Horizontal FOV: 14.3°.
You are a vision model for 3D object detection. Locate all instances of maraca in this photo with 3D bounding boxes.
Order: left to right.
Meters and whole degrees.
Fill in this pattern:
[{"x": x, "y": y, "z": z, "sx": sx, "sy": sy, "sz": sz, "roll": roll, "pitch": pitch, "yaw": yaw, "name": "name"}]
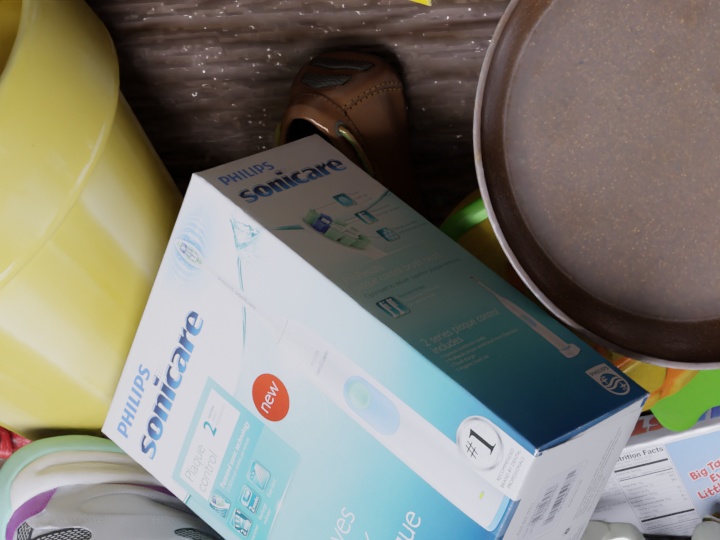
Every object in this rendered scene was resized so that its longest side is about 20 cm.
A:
[{"x": 0.115, "y": 0.016, "z": 1.298, "sx": 0.200, "sy": 0.107, "sz": 0.137, "roll": 17, "pitch": 130, "yaw": -26, "name": "maraca"}]

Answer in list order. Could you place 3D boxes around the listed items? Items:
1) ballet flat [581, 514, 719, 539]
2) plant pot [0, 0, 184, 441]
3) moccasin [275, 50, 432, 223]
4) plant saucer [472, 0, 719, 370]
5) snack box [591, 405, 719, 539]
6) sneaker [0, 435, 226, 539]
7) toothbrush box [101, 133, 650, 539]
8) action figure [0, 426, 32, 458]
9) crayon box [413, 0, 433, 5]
[{"x": 0.146, "y": 0.151, "z": 1.379, "sx": 0.200, "sy": 0.073, "sz": 0.073, "roll": 2, "pitch": 126, "yaw": 14, "name": "ballet flat"}, {"x": -0.167, "y": -0.024, "z": 1.295, "sx": 0.201, "sy": 0.201, "sz": 0.189, "roll": -22, "pitch": 133, "yaw": 27, "name": "plant pot"}, {"x": 0.002, "y": 0.000, "z": 1.322, "sx": 0.074, "sy": 0.078, "sz": 0.202, "roll": 12, "pitch": 129, "yaw": 24, "name": "moccasin"}, {"x": 0.141, "y": -0.059, "z": 1.219, "sx": 0.200, "sy": 0.034, "sz": 0.201, "roll": -1, "pitch": 94, "yaw": -12, "name": "plant saucer"}, {"x": 0.190, "y": 0.092, "z": 1.380, "sx": 0.200, "sy": 0.024, "sz": 0.072, "roll": -16, "pitch": 121, "yaw": 24, "name": "snack box"}, {"x": -0.056, "y": 0.134, "z": 1.286, "sx": 0.200, "sy": 0.140, "sz": 0.078, "roll": -6, "pitch": 124, "yaw": -23, "name": "sneaker"}, {"x": 0.002, "y": 0.060, "z": 1.223, "sx": 0.200, "sy": 0.085, "sz": 0.147, "roll": 40, "pitch": 126, "yaw": 25, "name": "toothbrush box"}, {"x": -0.113, "y": 0.129, "z": 1.445, "sx": 0.200, "sy": 0.099, "sz": 0.065, "roll": 23, "pitch": 127, "yaw": 1, "name": "action figure"}, {"x": -0.023, "y": -0.222, "z": 1.096, "sx": 0.172, "sy": 0.200, "sz": 0.058, "roll": 18, "pitch": 167, "yaw": 7, "name": "crayon box"}]
